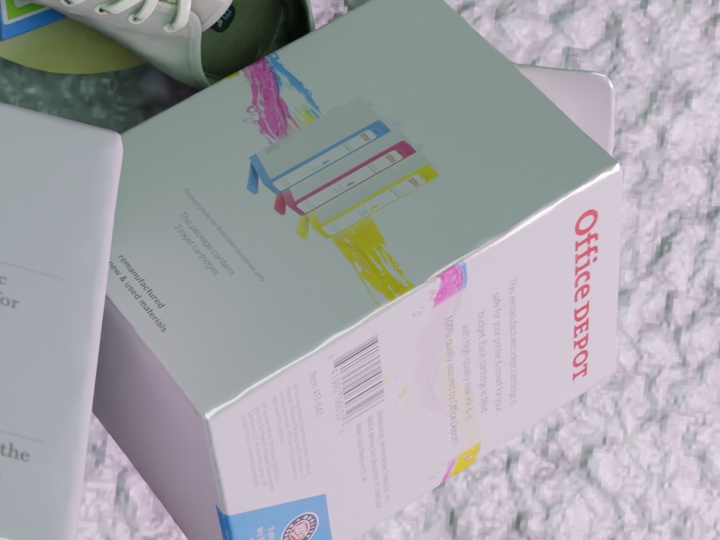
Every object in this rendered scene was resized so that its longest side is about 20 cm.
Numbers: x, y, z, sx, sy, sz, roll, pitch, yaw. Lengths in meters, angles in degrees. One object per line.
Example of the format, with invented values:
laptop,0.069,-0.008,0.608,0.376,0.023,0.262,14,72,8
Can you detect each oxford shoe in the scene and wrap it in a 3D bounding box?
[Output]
oxford shoe,-0.082,-0.112,0.739,0.200,0.058,0.075,28,98,-49

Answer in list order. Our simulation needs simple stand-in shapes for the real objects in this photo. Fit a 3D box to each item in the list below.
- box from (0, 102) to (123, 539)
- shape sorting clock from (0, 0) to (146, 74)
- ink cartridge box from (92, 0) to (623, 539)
box,-0.197,0.052,0.645,0.199,0.200,0.172,14,47,-15
shape sorting clock,-0.088,-0.168,0.768,0.200,0.039,0.200,-25,132,-31
ink cartridge box,0.000,0.000,0.775,0.200,0.125,0.129,-30,146,-19
